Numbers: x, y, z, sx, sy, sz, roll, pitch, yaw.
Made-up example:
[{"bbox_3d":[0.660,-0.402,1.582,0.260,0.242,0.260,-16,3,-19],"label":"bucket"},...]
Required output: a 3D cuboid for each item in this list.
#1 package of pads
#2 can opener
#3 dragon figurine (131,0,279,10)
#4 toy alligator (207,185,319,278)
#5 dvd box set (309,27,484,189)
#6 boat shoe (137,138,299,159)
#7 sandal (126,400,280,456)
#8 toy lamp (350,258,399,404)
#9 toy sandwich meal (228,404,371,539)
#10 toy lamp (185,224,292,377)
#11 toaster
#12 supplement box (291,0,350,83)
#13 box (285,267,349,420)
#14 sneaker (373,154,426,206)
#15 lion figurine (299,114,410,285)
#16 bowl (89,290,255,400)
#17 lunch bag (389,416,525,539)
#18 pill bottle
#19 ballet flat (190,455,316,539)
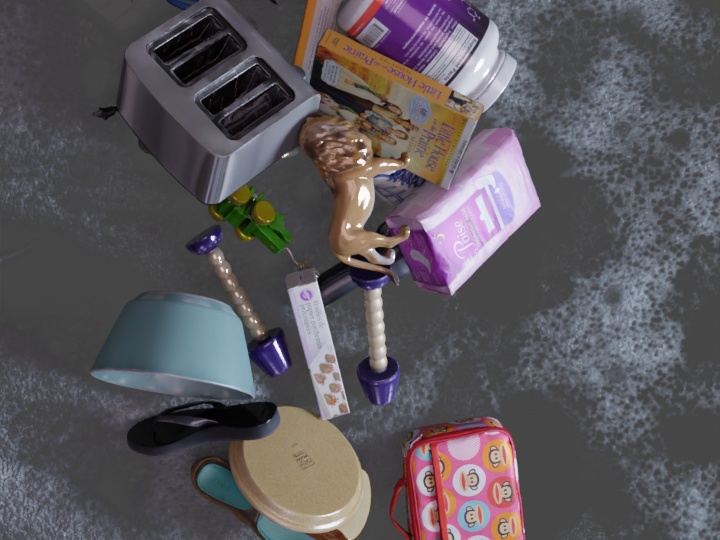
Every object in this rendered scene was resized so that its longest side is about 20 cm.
[{"bbox_3d":[0.133,-0.076,1.434,0.200,0.075,0.121,-42,120,-25],"label":"package of pads"},{"bbox_3d":[0.000,0.000,1.462,0.198,0.063,0.079,-29,104,-7],"label":"can opener"},{"bbox_3d":[-0.202,-0.337,1.371,0.198,0.059,0.100,28,92,-14],"label":"dragon figurine"},{"bbox_3d":[-0.122,-0.065,1.435,0.199,0.059,0.055,38,49,-14],"label":"toy alligator"},{"bbox_3d":[0.034,-0.182,1.321,0.198,0.147,0.030,27,62,3],"label":"dvd box set"},{"bbox_3d":[-0.170,-0.171,1.396,0.197,0.074,0.075,2,96,-13],"label":"boat shoe"},{"bbox_3d":[-0.196,0.183,1.422,0.197,0.076,0.043,-11,114,12],"label":"sandal"},{"bbox_3d":[0.018,0.082,1.447,0.057,0.058,0.202,-13,123,-10],"label":"toy lamp"},{"bbox_3d":[-0.080,0.260,1.448,0.203,0.207,0.071,21,130,-14],"label":"toy sandwich meal"},{"bbox_3d":[-0.149,0.042,1.441,0.058,0.058,0.201,-32,103,-5],"label":"toy lamp"},{"bbox_3d":[-0.170,-0.193,1.306,0.199,0.119,0.181,-39,79,-27],"label":"toaster"},{"bbox_3d":[0.022,-0.267,1.395,0.197,0.074,0.128,14,112,-5],"label":"supplement box"},{"bbox_3d":[-0.054,0.095,1.447,0.038,0.042,0.202,-15,120,-3],"label":"box"},{"bbox_3d":[0.036,-0.123,1.439,0.197,0.088,0.076,15,93,-15],"label":"sneaker"},{"bbox_3d":[-0.008,-0.079,1.328,0.121,0.072,0.203,-4,94,-22],"label":"lion figurine"},{"bbox_3d":[-0.217,0.089,1.380,0.198,0.201,0.107,10,76,-13],"label":"bowl"},{"bbox_3d":[0.123,0.303,1.530,0.173,0.082,0.203,-9,99,-6],"label":"lunch bag"},{"bbox_3d":[0.077,-0.266,1.296,0.199,0.112,0.113,35,90,-14],"label":"pill bottle"},{"bbox_3d":[-0.135,0.298,1.474,0.199,0.072,0.068,34,86,-16],"label":"ballet flat"}]
